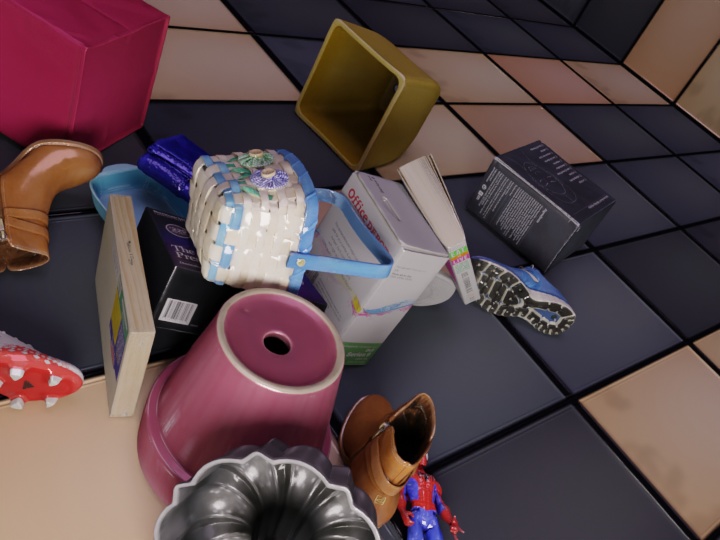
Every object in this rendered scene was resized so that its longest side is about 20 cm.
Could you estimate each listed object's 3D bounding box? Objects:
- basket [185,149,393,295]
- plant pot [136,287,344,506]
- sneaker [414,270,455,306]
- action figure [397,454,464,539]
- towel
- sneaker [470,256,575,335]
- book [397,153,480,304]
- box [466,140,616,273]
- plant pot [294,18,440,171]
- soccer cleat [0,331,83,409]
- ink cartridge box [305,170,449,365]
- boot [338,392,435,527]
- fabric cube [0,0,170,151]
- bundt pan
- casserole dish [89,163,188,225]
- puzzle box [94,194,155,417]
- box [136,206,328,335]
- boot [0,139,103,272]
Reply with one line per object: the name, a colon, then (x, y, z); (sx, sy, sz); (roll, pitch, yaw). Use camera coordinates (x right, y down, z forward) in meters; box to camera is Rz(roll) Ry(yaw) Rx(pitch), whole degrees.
basket: (-0.078, -0.049, 0.773); (0.198, 0.140, 0.177); (7, 27, -32)
plant pot: (-0.105, 0.125, 0.713); (0.198, 0.180, 0.201); (19, 37, -15)
sneaker: (0.048, -0.021, 1.074); (0.198, 0.074, 0.119); (15, 39, -18)
action figure: (0.069, 0.274, 0.764); (0.065, 0.052, 0.201); (14, 36, -12)
towel: (-0.199, -0.120, 1.012); (0.199, 0.050, 0.148); (35, 22, -4)
sneaker: (0.250, 0.031, 1.159); (0.198, 0.079, 0.090); (28, 28, -15)
book: (0.113, -0.047, 0.970); (0.048, 0.200, 0.135); (-25, 65, 4)
box: (0.342, -0.127, 1.352); (0.196, 0.125, 0.199); (42, 38, 20)
plant pot: (0.037, -0.322, 1.338); (0.199, 0.195, 0.196); (-13, 52, -48)
soccer cleat: (-0.368, 0.077, 0.693); (0.197, 0.069, 0.086); (11, 44, -16)
ink cartridge box: (0.000, 0.000, 0.906); (0.087, 0.201, 0.146); (7, 40, -39)
boot: (0.027, 0.173, 0.761); (0.076, 0.156, 0.201); (26, 36, -1)
fabric cube: (-0.418, -0.295, 0.993); (0.198, 0.197, 0.200); (32, 35, 2)
bundt pan: (-0.070, 0.235, 0.609); (0.200, 0.203, 0.076); (30, 13, 2)
casserole dish: (-0.275, -0.066, 0.946); (0.120, 0.039, 0.200); (-20, 59, -46)
puzzle box: (-0.254, 0.035, 0.761); (0.025, 0.134, 0.201); (2, 44, -29)
box: (-0.157, 0.014, 0.836); (0.198, 0.079, 0.141); (17, 18, -38)
boot: (-0.388, -0.073, 0.852); (0.198, 0.074, 0.155); (-18, 56, -26)
